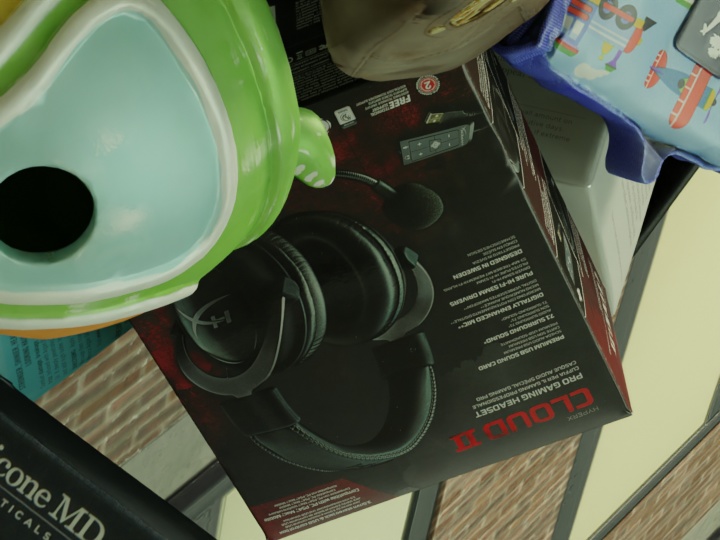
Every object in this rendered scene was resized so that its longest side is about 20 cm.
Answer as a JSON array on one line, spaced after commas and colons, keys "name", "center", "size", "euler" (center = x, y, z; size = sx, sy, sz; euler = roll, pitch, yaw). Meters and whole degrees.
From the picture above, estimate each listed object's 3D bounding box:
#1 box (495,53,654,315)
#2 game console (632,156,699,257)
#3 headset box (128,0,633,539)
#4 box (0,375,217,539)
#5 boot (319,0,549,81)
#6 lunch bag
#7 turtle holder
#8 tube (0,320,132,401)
[{"name": "box", "center": [0.082, -0.104, 1.039], "size": [0.125, 0.097, 0.201], "euler": [69, 38, -63]}, {"name": "game console", "center": [0.118, -0.052, 1.197], "size": [0.200, 0.116, 0.176], "euler": [-54, 161, 20]}, {"name": "headset box", "center": [0.000, 0.000, 0.916], "size": [0.148, 0.077, 0.201], "euler": [-19, 127, 11]}, {"name": "box", "center": [-0.138, 0.154, 0.874], "size": [0.200, 0.148, 0.107], "euler": [-53, -177, -2]}, {"name": "boot", "center": [0.055, -0.161, 0.756], "size": [0.186, 0.201, 0.064], "euler": [-34, 131, 19]}, {"name": "lunch bag", "center": [0.122, -0.129, 0.935], "size": [0.150, 0.094, 0.201], "euler": [23, 83, -43]}, {"name": "turtle holder", "center": [-0.094, -0.063, 0.741], "size": [0.132, 0.141, 0.186], "euler": [-40, 154, -34]}, {"name": "tube", "center": [-0.075, -0.016, 0.975], "size": [0.200, 0.050, 0.078], "euler": [-39, 143, -28]}]
